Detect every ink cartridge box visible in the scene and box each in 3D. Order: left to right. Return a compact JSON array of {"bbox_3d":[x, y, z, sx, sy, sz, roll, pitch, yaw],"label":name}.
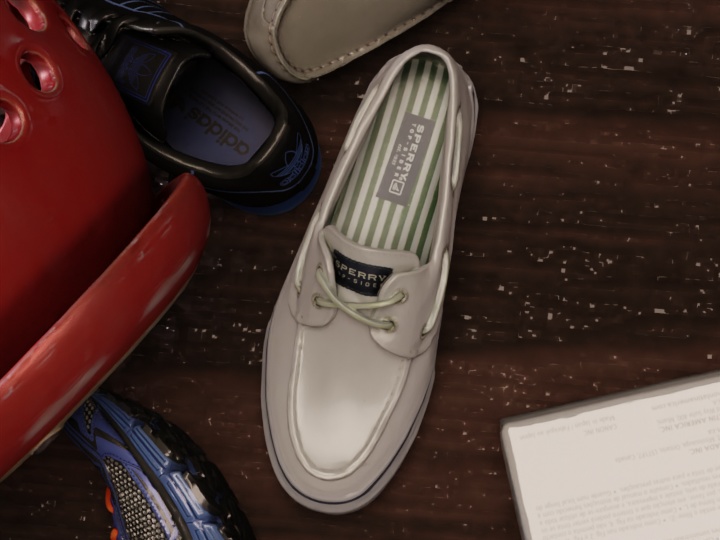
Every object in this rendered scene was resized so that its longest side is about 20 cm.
[{"bbox_3d":[0.156,0.141,1.104,0.162,0.050,0.200,-12,89,1],"label":"ink cartridge box"}]

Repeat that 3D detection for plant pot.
[{"bbox_3d":[-0.170,-0.021,1.052,0.182,0.200,0.200,44,86,-8],"label":"plant pot"}]

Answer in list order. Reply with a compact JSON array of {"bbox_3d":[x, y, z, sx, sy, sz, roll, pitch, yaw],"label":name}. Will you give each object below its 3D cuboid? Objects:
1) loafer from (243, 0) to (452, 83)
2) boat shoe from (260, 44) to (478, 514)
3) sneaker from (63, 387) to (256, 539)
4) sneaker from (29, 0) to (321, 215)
[{"bbox_3d":[0.036,-0.151,1.133,0.200,0.070,0.070,-44,36,-3],"label":"loafer"},{"bbox_3d":[0.000,0.000,1.120,0.073,0.067,0.200,10,82,6],"label":"boat shoe"},{"bbox_3d":[-0.076,0.136,1.102,0.078,0.075,0.200,-30,78,2],"label":"sneaker"},{"bbox_3d":[-0.105,-0.091,1.136,0.200,0.078,0.070,28,83,8],"label":"sneaker"}]
